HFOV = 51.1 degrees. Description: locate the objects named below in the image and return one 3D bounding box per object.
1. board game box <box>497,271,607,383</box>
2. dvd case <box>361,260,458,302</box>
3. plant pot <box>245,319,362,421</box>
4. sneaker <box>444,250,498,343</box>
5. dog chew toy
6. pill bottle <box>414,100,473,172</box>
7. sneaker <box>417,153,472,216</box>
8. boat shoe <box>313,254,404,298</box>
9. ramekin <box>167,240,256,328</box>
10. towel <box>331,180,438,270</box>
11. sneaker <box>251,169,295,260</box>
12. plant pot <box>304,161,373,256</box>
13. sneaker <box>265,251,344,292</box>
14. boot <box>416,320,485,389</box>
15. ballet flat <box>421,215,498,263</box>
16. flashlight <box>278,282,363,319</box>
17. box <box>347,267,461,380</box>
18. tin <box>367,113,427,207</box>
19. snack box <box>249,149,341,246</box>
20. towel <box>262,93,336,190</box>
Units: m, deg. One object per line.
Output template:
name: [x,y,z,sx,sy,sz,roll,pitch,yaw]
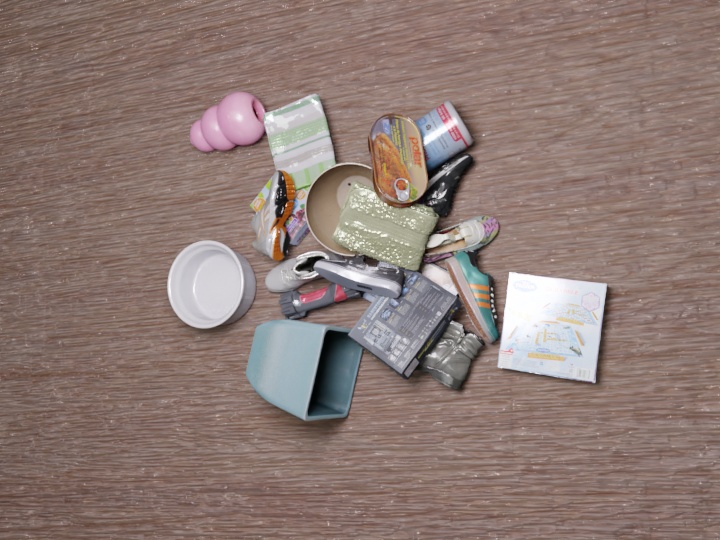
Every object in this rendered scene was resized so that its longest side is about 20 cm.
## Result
board game box: [0.393,0.115,1.545,0.198,0.041,0.202,8,87,19]
dvd case: [0.115,0.039,1.657,0.199,0.018,0.144,28,94,19]
plant pot: [-0.134,0.200,1.639,0.198,0.195,0.199,12,88,27]
sneaker: [0.254,0.051,1.582,0.079,0.071,0.202,-25,89,-6]
dog chew toy: [-0.322,-0.343,1.793,0.198,0.124,0.126,-18,79,24]
pill bottle: [0.137,-0.270,1.633,0.199,0.109,0.109,-32,76,13]
sneaker: [0.176,-0.169,1.643,0.199,0.076,0.088,-39,99,7]
boat shoe: [0.000,0.000,1.596,0.198,0.070,0.067,14,67,20]
ramekin: [-0.342,0.036,1.768,0.198,0.098,0.203,-2,84,19]
towel: [0.050,-0.088,1.568,0.198,0.037,0.150,20,111,-1]
sneaker: [-0.207,-0.128,1.694,0.091,0.075,0.202,14,101,30]
plant pot: [-0.013,-0.149,1.644,0.198,0.135,0.203,2,110,6]
sneaker: [-0.145,-0.002,1.698,0.198,0.115,0.074,-19,81,17]
boot: [0.156,0.155,1.605,0.198,0.068,0.132,25,97,11]
ballet flat: [0.198,-0.067,1.603,0.198,0.071,0.070,-19,75,10]
flashlight: [-0.091,0.050,1.695,0.198,0.068,0.068,-16,42,23]
box: [0.093,0.104,1.582,0.157,0.051,0.201,32,80,31]
tin: [0.076,-0.225,1.542,0.111,0.042,0.202,-4,72,-7]
snack box: [-0.142,-0.180,1.746,0.142,0.053,0.201,42,98,19]
towel: [-0.139,-0.288,1.715,0.148,0.031,0.202,-18,77,17]
